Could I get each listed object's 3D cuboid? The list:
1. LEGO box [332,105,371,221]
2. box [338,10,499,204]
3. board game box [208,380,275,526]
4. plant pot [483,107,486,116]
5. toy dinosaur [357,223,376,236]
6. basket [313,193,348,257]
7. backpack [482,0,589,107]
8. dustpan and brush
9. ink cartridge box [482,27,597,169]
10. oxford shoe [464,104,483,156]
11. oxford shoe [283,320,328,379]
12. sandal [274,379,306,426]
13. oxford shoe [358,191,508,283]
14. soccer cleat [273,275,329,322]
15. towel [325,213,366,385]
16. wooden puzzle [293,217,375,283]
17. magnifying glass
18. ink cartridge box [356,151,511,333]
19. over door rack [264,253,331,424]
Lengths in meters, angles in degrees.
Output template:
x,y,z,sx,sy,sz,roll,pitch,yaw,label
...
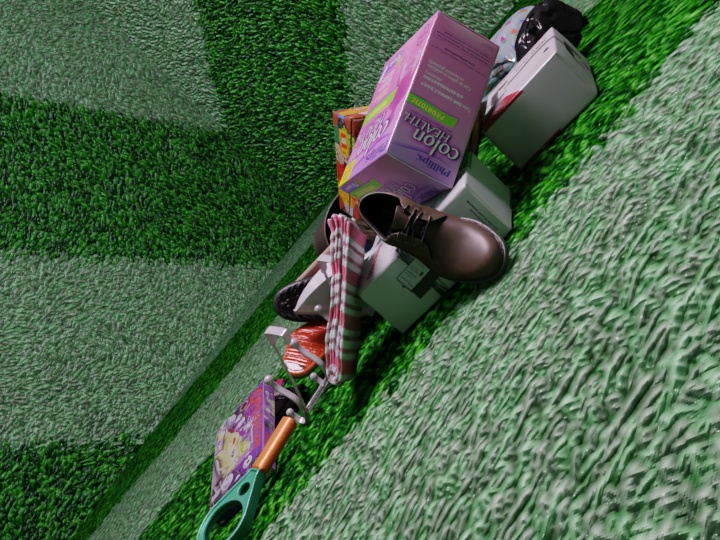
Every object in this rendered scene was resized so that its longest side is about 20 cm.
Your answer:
x,y,z,sx,sy,sz,roll,pitch,yaw,label
0.067,-0.169,1.243,0.197,0.152,0.077,-11,21,-20,LEGO box
0.071,-0.193,1.084,0.176,0.095,0.203,-22,47,68,box
-0.168,0.257,1.210,0.120,0.032,0.201,-44,22,13,board game box
0.196,-0.340,1.636,0.132,0.204,0.200,-14,12,2,plant pot
0.083,-0.058,1.264,0.134,0.087,0.199,-26,11,-25,toy dinosaur
-0.023,-0.078,1.730,0.181,0.136,0.200,-48,4,-20,basket
0.266,-0.342,1.393,0.168,0.126,0.200,-57,8,-27,backpack
0.000,0.000,1.211,0.057,0.138,0.202,51,127,45,dustpan and brush
0.252,-0.250,1.199,0.147,0.083,0.201,-46,9,25,ink cartridge box
0.134,-0.184,1.181,0.071,0.072,0.204,-32,-56,-73,oxford shoe
-0.059,0.113,1.301,0.200,0.070,0.074,-52,-32,-50,oxford shoe
-0.136,0.205,1.340,0.075,0.045,0.200,-52,9,-19,sandal
0.073,-0.037,0.937,0.198,0.084,0.074,22,94,38,oxford shoe
-0.044,0.030,1.314,0.197,0.069,0.073,-17,11,-16,soccer cleat
-0.020,0.040,1.054,0.146,0.029,0.204,34,-120,-80,towel
-0.002,-0.016,1.410,0.184,0.047,0.200,-5,-36,-51,wooden puzzle
-0.140,0.272,1.064,0.079,0.022,0.201,-7,40,48,magnifying glass
0.096,-0.037,1.072,0.200,0.083,0.147,-45,10,24,ink cartridge box
-0.072,0.090,1.137,0.149,0.066,0.202,-56,-28,-35,over door rack
